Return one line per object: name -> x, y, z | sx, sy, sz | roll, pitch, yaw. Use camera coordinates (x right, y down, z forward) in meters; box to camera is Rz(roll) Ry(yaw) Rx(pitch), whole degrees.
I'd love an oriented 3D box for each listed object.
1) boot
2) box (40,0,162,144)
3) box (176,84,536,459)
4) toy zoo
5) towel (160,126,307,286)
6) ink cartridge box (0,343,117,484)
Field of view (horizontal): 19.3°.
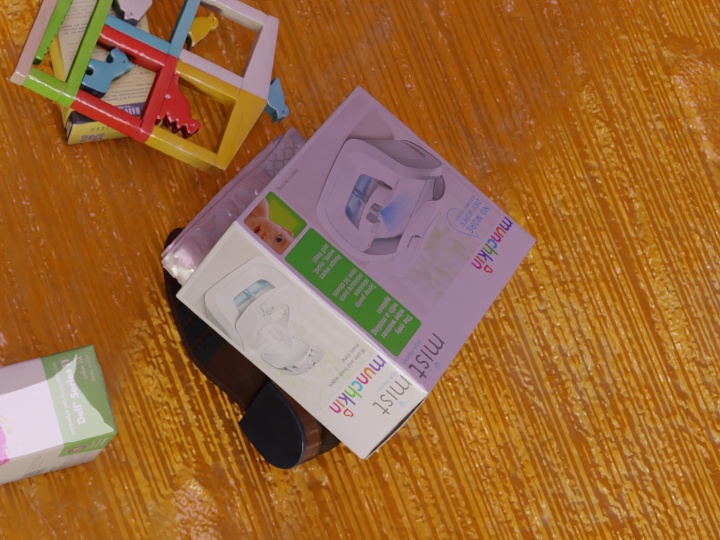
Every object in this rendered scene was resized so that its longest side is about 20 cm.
boot -> -0.067, 0.050, 1.560 | 0.096, 0.075, 0.201 | -15, 68, -45
box -> -0.201, -0.200, 1.578 | 0.075, 0.050, 0.202 | -10, 80, -18
box -> 0.000, 0.000, 1.480 | 0.176, 0.097, 0.200 | 41, 42, 0
toy zoo -> -0.142, -0.155, 1.549 | 0.199, 0.020, 0.132 | 25, 68, -15
towel -> -0.027, 0.006, 1.547 | 0.200, 0.032, 0.191 | 42, 44, -3
ink cartridge box -> -0.276, 0.114, 1.443 | 0.198, 0.117, 0.068 | -14, 80, -19
